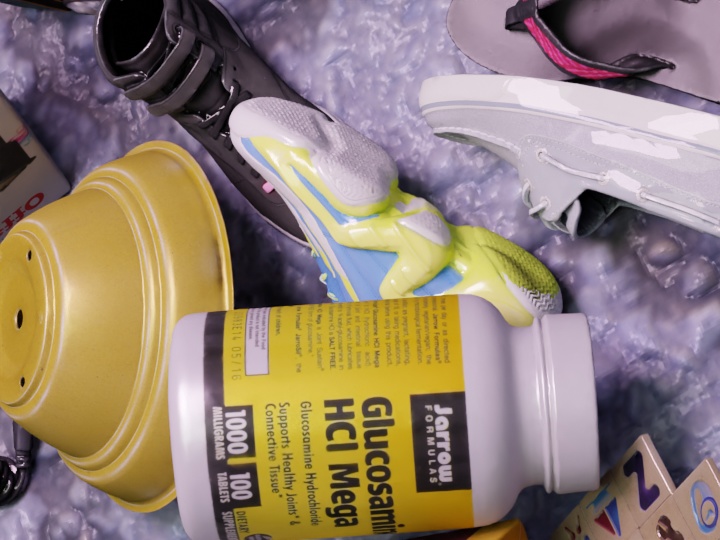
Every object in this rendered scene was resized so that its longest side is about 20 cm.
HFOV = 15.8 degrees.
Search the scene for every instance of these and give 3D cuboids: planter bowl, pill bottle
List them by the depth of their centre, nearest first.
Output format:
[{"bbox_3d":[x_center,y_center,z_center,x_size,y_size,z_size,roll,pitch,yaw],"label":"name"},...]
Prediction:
[{"bbox_3d":[0.012,0.070,1.241,0.199,0.112,0.113,-5,81,2],"label":"pill bottle"},{"bbox_3d":[-0.149,0.028,1.377,0.200,0.083,0.202,-9,80,59],"label":"planter bowl"}]

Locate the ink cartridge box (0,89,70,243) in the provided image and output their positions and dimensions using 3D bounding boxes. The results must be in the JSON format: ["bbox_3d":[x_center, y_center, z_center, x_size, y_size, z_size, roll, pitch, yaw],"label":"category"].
[{"bbox_3d":[-0.261,-0.066,1.415,0.146,0.200,0.083,-39,65,-4],"label":"ink cartridge box"}]

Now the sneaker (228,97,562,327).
[{"bbox_3d":[0.000,0.000,1.321,0.200,0.076,0.105,35,112,12],"label":"sneaker"}]

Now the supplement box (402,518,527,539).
[{"bbox_3d":[-0.006,0.248,1.248,0.199,0.133,0.198,-13,100,30],"label":"supplement box"}]

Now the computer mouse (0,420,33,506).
[{"bbox_3d":[-0.251,0.046,1.506,0.140,0.046,0.201,-3,83,33],"label":"computer mouse"}]

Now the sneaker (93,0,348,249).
[{"bbox_3d":[-0.073,-0.083,1.380,0.071,0.099,0.200,-49,64,16],"label":"sneaker"}]

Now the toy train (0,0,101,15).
[{"bbox_3d":[-0.170,-0.240,1.471,0.114,0.085,0.201,-7,81,41],"label":"toy train"}]

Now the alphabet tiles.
[{"bbox_3d":[0.154,0.186,1.214,0.201,0.006,0.167,64,144,25],"label":"alphabet tiles"}]

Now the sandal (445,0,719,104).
[{"bbox_3d":[0.128,-0.125,1.291,0.199,0.045,0.076,13,92,32],"label":"sandal"}]

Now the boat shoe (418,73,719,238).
[{"bbox_3d":[0.112,-0.052,1.279,0.200,0.070,0.072,13,88,30],"label":"boat shoe"}]
